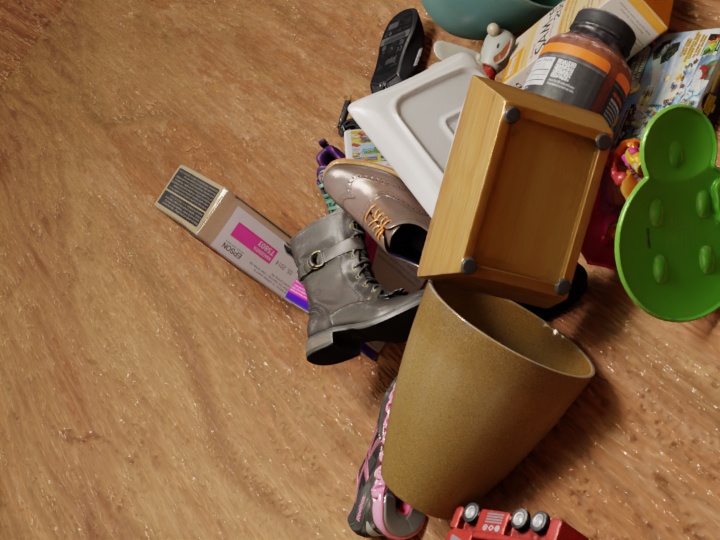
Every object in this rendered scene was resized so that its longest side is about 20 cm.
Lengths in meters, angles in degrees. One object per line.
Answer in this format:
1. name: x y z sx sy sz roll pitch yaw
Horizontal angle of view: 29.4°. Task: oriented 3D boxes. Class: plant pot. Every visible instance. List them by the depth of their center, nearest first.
1. plant pot: 0.106 0.138 1.360 0.202 0.185 0.187 -63 30 15
2. plant pot: 0.165 -0.389 1.758 0.160 0.199 0.203 -30 37 49

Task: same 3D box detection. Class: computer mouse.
1. computer mouse: 0.034 -0.268 1.945 0.140 0.046 0.202 -20 50 48

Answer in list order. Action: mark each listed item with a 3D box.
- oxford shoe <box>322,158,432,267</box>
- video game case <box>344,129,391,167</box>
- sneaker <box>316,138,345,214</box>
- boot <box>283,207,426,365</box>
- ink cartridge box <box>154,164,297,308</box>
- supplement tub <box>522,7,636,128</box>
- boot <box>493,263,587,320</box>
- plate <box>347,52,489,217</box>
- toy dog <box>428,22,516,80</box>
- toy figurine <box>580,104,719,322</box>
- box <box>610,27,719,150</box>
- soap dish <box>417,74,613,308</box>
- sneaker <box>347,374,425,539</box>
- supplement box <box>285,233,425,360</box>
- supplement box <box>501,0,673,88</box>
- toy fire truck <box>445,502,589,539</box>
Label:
1. oxford shoe: 0.033 -0.060 1.487 0.199 0.073 0.072 31 114 19
2. video game case: 0.081 -0.131 1.624 0.197 0.023 0.183 -5 27 0
3. sneaker: -0.031 -0.086 1.803 0.074 0.087 0.201 -36 36 24
4. boot: 0.000 0.000 1.541 0.198 0.069 0.176 -20 60 24
5. ink cartridge box: -0.158 -0.044 1.822 0.076 0.199 0.164 -54 31 -3
6. supplement tub: 0.221 -0.175 1.453 0.106 0.107 0.202 13 72 55
7. boot: 0.160 -0.010 1.506 0.197 0.073 0.164 -33 37 35
8. plate: 0.115 -0.146 1.516 0.198 0.201 0.032 -28 -15 -37
9. toy dog: 0.125 -0.243 1.657 0.130 0.097 0.201 -10 38 17
10. toy figurine: 0.268 -0.064 1.344 0.148 0.203 0.184 -12 12 -18
11. box: 0.322 -0.166 1.476 0.136 0.040 0.202 6 64 54
12. soap dish: 0.154 -0.071 1.330 0.081 0.155 0.203 26 102 65
13. sneaker: 0.031 0.198 1.478 0.095 0.078 0.202 -30 36 49
14. supplement box: 0.016 -0.013 1.661 0.201 0.101 0.103 -55 33 -5
15. supplement box: 0.261 -0.272 1.575 0.199 0.073 0.127 -38 18 36
16. toy fire truck: 0.144 0.293 1.253 0.199 0.049 0.142 -4 56 50
